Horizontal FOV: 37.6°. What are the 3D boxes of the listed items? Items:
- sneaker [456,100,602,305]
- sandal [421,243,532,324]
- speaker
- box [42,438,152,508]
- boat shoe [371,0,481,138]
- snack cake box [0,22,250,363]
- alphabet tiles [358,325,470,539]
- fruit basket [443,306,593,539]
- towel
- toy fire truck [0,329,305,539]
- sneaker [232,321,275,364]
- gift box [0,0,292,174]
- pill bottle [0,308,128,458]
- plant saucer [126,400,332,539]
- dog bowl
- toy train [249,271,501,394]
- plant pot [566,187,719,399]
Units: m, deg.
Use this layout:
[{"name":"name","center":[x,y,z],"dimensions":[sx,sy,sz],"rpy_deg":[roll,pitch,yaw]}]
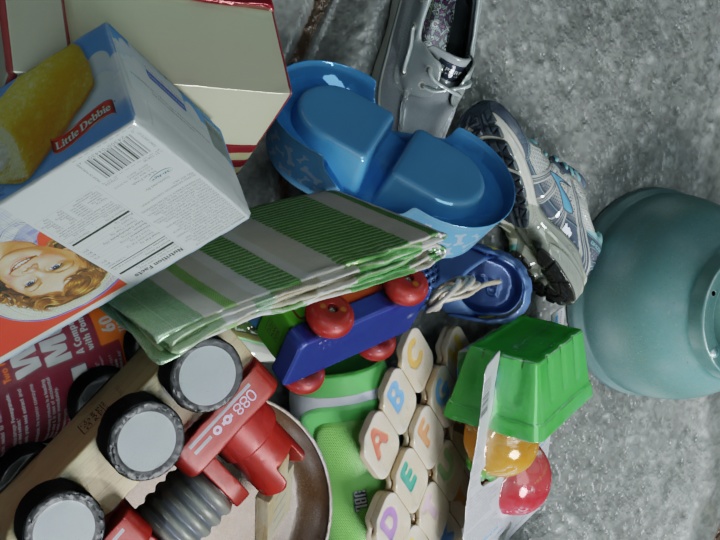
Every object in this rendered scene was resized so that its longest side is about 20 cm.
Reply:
[{"name":"sneaker","center":[0.147,-0.069,0.911],"dimensions":[0.086,0.077,0.201],"rpy_deg":[-48,123,-27]},{"name":"sandal","center":[0.061,0.003,0.858],"dimensions":[0.199,0.087,0.080],"rpy_deg":[5,98,-24]},{"name":"speaker","center":[-0.007,0.169,0.847],"dimensions":[0.088,0.088,0.202],"rpy_deg":[-12,103,-25]},{"name":"box","center":[-0.255,0.199,0.744],"dimensions":[0.199,0.043,0.162],"rpy_deg":[7,94,-28]},{"name":"boat shoe","center":[0.055,-0.167,0.839],"dimensions":[0.070,0.071,0.203],"rpy_deg":[6,96,-29]},{"name":"snack cake box","center":[-0.174,-0.028,0.559],"dimensions":[0.199,0.068,0.115],"rpy_deg":[-29,151,11]},{"name":"alphabet tiles","center":[0.060,0.149,0.860],"dimensions":[0.196,0.015,0.201],"rpy_deg":[59,45,-39]},{"name":"fruit basket","center":[0.123,0.145,0.892],"dimensions":[0.185,0.093,0.202],"rpy_deg":[-24,128,-56]},{"name":"towel","center":[-0.065,-0.005,0.664],"dimensions":[0.199,0.152,0.024],"rpy_deg":[-20,117,-28]},{"name":"toy fire truck","center":[-0.110,0.145,0.675],"dimensions":[0.176,0.128,0.200],"rpy_deg":[-48,117,-15]},{"name":"sneaker","center":[-0.079,0.025,0.800],"dimensions":[0.199,0.077,0.089],"rpy_deg":[3,88,-30]},{"name":"gift box","center":[-0.172,-0.122,0.651],"dimensions":[0.186,0.200,0.186],"rpy_deg":[0,59,-31]},{"name":"pill bottle","center":[-0.243,0.067,0.676],"dimensions":[0.199,0.109,0.110],"rpy_deg":[-23,107,-35]},{"name":"plant saucer","center":[-0.115,0.183,0.772],"dimensions":[0.199,0.032,0.202],"rpy_deg":[-4,99,-26]},{"name":"dog bowl","center":[0.017,-0.080,0.792],"dimensions":[0.199,0.050,0.112],"rpy_deg":[29,44,2]},{"name":"toy train","center":[0.000,0.000,0.786],"dimensions":[0.199,0.085,0.116],"rpy_deg":[-21,63,-36]},{"name":"plant pot","center":[0.307,0.029,0.964],"dimensions":[0.199,0.134,0.202],"rpy_deg":[-4,99,-26]}]
